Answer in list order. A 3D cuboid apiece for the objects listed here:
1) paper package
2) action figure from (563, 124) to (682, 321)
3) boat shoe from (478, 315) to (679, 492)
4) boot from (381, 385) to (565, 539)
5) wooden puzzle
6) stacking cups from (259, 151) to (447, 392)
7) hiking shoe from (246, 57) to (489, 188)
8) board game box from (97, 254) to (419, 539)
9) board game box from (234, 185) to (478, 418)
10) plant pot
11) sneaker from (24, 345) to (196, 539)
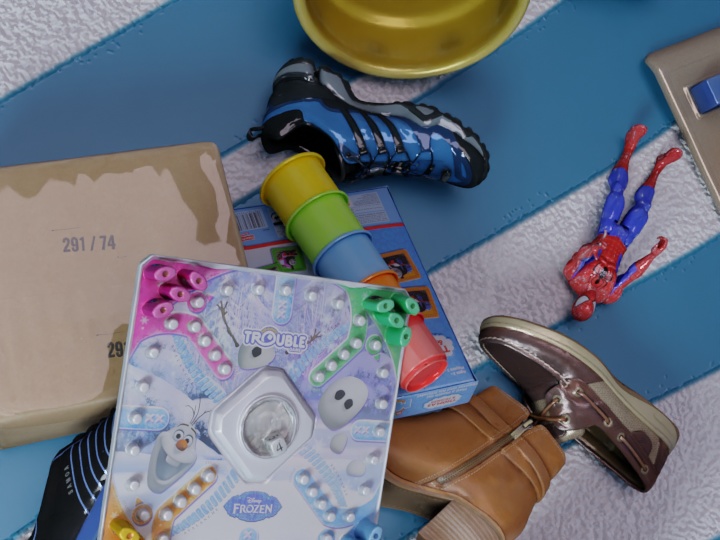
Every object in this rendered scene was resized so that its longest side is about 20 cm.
[{"bbox_3d":[-0.188,0.016,0.804,0.199,0.103,0.192,-10,79,-21],"label":"paper package"},{"bbox_3d":[0.239,-0.046,0.965,0.065,0.099,0.201,30,70,-6],"label":"action figure"},{"bbox_3d":[0.175,0.114,0.910,0.200,0.072,0.072,37,65,-11],"label":"boat shoe"},{"bbox_3d":[0.059,0.133,0.873,0.154,0.074,0.200,-37,82,-33],"label":"boot"},{"bbox_3d":[0.398,-0.157,1.073,0.184,0.046,0.201,-23,82,-22],"label":"wooden puzzle"},{"bbox_3d":[0.000,0.000,0.821,0.060,0.061,0.200,-27,65,-23],"label":"stacking cups"},{"bbox_3d":[0.009,-0.101,0.917,0.199,0.075,0.087,20,61,0],"label":"hiking shoe"},{"bbox_3d":[-0.059,0.102,0.705,0.199,0.026,0.202,8,92,-30],"label":"board game box"},{"bbox_3d":[-0.015,0.027,0.854,0.150,0.037,0.201,-9,54,-20],"label":"board game box"},{"bbox_3d":[0.041,-0.302,0.933,0.199,0.201,0.190,8,56,-15],"label":"plant pot"},{"bbox_3d":[-0.159,0.119,0.722,0.078,0.070,0.201,23,80,35],"label":"sneaker"}]
